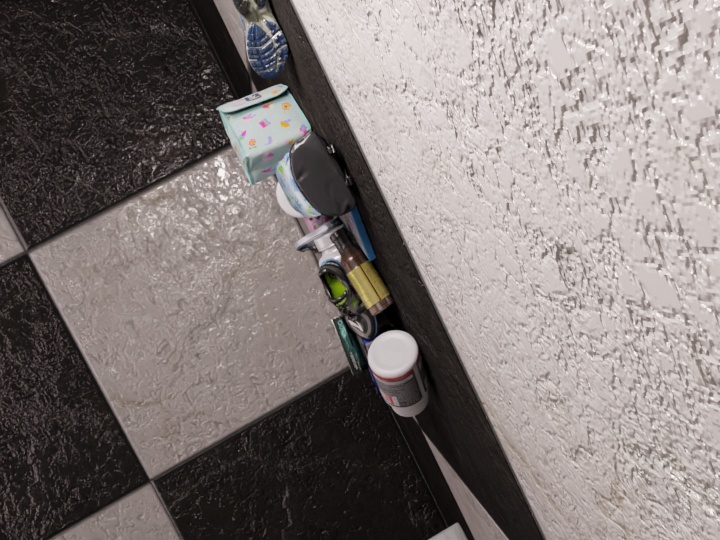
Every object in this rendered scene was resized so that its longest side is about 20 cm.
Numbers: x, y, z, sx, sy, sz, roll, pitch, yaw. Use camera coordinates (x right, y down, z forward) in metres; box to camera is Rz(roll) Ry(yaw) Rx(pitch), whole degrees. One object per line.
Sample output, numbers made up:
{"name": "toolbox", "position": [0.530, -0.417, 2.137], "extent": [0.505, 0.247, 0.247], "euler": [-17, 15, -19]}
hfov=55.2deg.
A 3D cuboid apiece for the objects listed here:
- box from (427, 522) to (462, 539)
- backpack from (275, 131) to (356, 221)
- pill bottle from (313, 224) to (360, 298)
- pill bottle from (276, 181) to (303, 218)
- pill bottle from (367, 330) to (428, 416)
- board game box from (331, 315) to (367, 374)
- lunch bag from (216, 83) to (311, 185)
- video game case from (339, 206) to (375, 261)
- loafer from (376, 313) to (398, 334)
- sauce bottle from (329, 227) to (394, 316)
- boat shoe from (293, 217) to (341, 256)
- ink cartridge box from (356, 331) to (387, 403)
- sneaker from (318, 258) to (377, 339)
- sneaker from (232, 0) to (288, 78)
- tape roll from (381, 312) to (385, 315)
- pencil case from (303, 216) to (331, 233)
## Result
{"name": "box", "position": [0.392, 1.209, 2.889], "extent": [0.202, 0.169, 0.201], "euler": [58, 173, 34]}
{"name": "backpack", "position": [-0.093, -0.179, 1.329], "extent": [0.165, 0.152, 0.201], "euler": [57, -171, -16]}
{"name": "pill bottle", "position": [-0.031, 0.002, 1.608], "extent": [0.203, 0.110, 0.111], "euler": [64, 174, -9]}
{"name": "pill bottle", "position": [-0.129, -0.186, 1.584], "extent": [0.113, 0.109, 0.200], "euler": [63, -174, -10]}
{"name": "pill bottle", "position": [0.091, 0.236, 1.538], "extent": [0.117, 0.114, 0.202], "euler": [57, 171, 43]}
{"name": "board game box", "position": [-0.023, 0.179, 1.662], "extent": [0.200, 0.028, 0.138], "euler": [49, -161, -83]}
{"name": "lunch bag", "position": [-0.212, -0.320, 1.521], "extent": [0.123, 0.167, 0.203], "euler": [86, 159, -62]}
{"name": "video game case", "position": [-0.029, -0.126, 1.482], "extent": [0.201, 0.018, 0.145], "euler": [56, 170, 52]}
{"name": "loafer", "position": [0.066, 0.154, 1.682], "extent": [0.200, 0.068, 0.071], "euler": [-128, 25, -55]}
{"name": "sauce bottle", "position": [0.000, 0.000, 1.514], "extent": [0.203, 0.064, 0.065], "euler": [60, 174, 5]}
{"name": "boat shoe", "position": [-0.102, -0.065, 1.816], "extent": [0.199, 0.070, 0.092], "euler": [-26, 94, 52]}
{"name": "ink cartridge box", "position": [0.038, 0.211, 1.637], "extent": [0.094, 0.043, 0.203], "euler": [54, 166, 53]}
{"name": "sneaker", "position": [-0.035, 0.071, 1.524], "extent": [0.202, 0.070, 0.083], "euler": [58, -156, -7]}
{"name": "sneaker", "position": [-0.182, -0.448, 1.235], "extent": [0.086, 0.075, 0.203], "euler": [-109, 5, -51]}
{"name": "tape roll", "position": [0.028, 0.134, 1.909], "extent": [0.203, 0.065, 0.200], "euler": [63, 174, 12]}
{"name": "pencil case", "position": [-0.132, -0.165, 1.906], "extent": [0.204, 0.086, 0.087], "euler": [64, 174, -8]}
